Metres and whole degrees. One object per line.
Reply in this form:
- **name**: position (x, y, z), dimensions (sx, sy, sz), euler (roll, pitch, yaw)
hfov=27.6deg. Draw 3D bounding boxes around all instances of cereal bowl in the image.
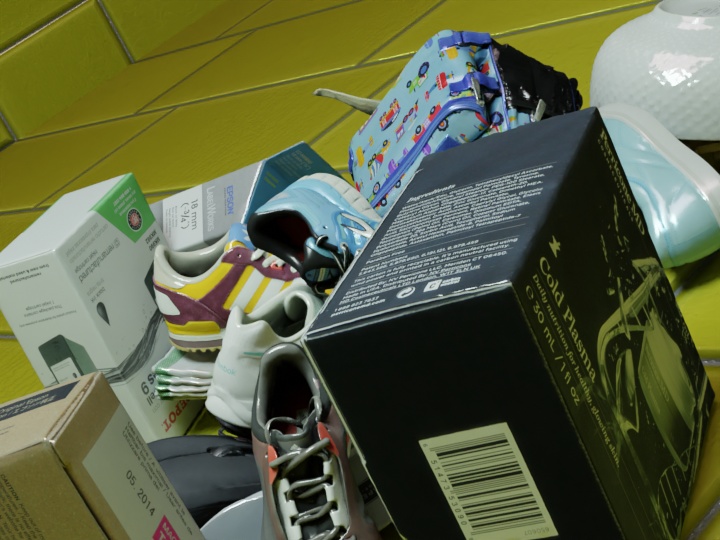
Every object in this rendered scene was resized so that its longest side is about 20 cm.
- **cereal bowl**: position (0.280, -0.170, 1.163), dimensions (0.198, 0.084, 0.200), euler (-4, 20, 1)

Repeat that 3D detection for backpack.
- **backpack**: position (0.083, -0.053, 1.085), dimensions (0.183, 0.134, 0.201), euler (-48, 31, 33)

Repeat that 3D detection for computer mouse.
- **computer mouse**: position (-0.115, 0.135, 0.965), dimensions (0.199, 0.053, 0.138), euler (-24, 37, -34)

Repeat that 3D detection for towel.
- **towel**: position (-0.058, 0.051, 1.190), dimensions (0.198, 0.031, 0.150), euler (-5, 28, 21)

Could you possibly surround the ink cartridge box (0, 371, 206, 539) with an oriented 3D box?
- **ink cartridge box**: position (-0.174, 0.175, 0.840), dimensions (0.163, 0.201, 0.075), euler (-18, 22, 24)

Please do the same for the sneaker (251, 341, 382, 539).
- **sneaker**: position (-0.032, 0.129, 0.831), dimensions (0.076, 0.082, 0.201), euler (-19, 54, 1)

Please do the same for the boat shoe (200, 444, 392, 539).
- **boat shoe**: position (-0.024, 0.147, 0.920), dimensions (0.199, 0.070, 0.066), euler (-35, -1, -4)

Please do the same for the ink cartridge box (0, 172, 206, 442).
- **ink cartridge box**: position (-0.206, 0.044, 1.222), dimensions (0.083, 0.201, 0.146), euler (-14, 23, 27)

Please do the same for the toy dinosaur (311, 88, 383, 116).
- **toy dinosaur**: position (0.067, -0.136, 1.176), dimensions (0.088, 0.198, 0.048), euler (-39, 52, 41)

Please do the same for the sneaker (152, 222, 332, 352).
- **sneaker**: position (-0.067, 0.004, 1.161), dimensions (0.198, 0.091, 0.075), euler (-12, 24, 3)

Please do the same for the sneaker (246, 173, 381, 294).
- **sneaker**: position (0.000, 0.000, 1.019), dimensions (0.199, 0.079, 0.090), euler (25, 30, 34)

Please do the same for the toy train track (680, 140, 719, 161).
- **toy train track**: position (0.248, -0.064, 1.127), dimensions (0.114, 0.033, 0.201), euler (-9, 32, 28)

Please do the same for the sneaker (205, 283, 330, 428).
- **sneaker**: position (-0.023, 0.049, 1.043), dimensions (0.070, 0.081, 0.199), euler (25, 27, 35)

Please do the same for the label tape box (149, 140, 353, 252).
- **label tape box**: position (-0.097, -0.024, 1.316), dimensions (0.198, 0.144, 0.064), euler (-20, 57, 24)

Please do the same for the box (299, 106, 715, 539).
- **box**: position (0.090, 0.053, 0.783), dimensions (0.123, 0.201, 0.197), euler (-15, 23, 28)

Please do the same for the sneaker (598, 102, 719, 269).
- **sneaker**: position (0.192, -0.062, 1.059), dimensions (0.081, 0.074, 0.200), euler (-27, 27, -7)
